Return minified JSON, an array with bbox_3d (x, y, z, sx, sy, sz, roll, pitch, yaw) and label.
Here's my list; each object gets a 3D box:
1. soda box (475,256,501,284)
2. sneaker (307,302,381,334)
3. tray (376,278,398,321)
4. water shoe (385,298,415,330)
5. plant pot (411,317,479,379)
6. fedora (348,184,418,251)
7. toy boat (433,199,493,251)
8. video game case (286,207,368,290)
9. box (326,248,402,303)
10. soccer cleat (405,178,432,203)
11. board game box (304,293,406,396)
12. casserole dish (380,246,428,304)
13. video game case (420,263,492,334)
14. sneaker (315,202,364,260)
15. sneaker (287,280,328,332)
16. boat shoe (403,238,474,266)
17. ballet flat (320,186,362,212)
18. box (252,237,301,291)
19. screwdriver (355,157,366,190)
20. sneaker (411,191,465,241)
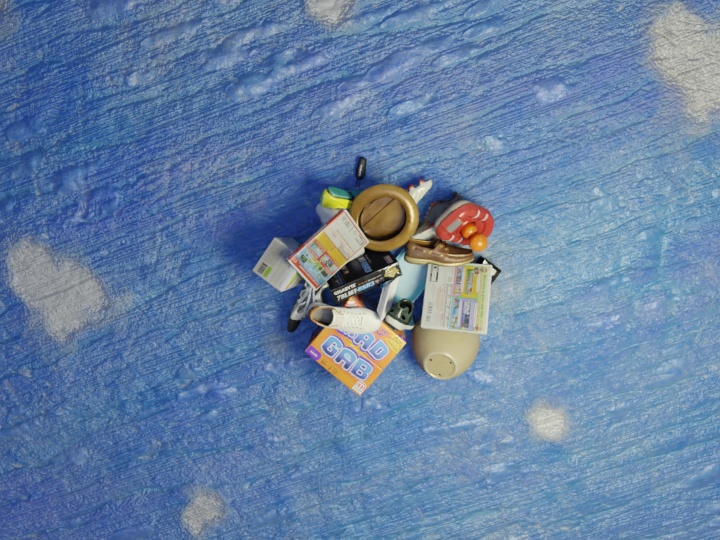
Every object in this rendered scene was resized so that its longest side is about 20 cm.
[{"bbox_3d":[0.324,0.058,1.636,0.063,0.071,0.200,34,98,-5],"label":"soda box"},{"bbox_3d":[-0.041,0.131,1.447,0.199,0.085,0.073,8,97,-5],"label":"sneaker"},{"bbox_3d":[0.075,0.070,1.523,0.022,0.200,0.108,15,98,9],"label":"tray"},{"bbox_3d":[0.130,0.122,1.585,0.071,0.200,0.079,33,100,11],"label":"water shoe"},{"bbox_3d":[0.238,0.235,1.599,0.199,0.135,0.201,7,120,12],"label":"plant pot"},{"bbox_3d":[0.066,-0.152,1.551,0.200,0.082,0.201,3,111,9],"label":"fedora"},{"bbox_3d":[0.305,-0.107,1.544,0.131,0.200,0.131,-44,62,27],"label":"toy boat"},{"bbox_3d":[-0.083,-0.054,1.480,0.200,0.017,0.143,-42,135,-4],"label":"video game case"},{"bbox_3d":[0.000,0.000,1.560,0.198,0.200,0.050,-23,113,-1],"label":"box"},{"bbox_3d":[0.131,-0.189,1.610,0.200,0.069,0.078,-35,101,13],"label":"soccer cleat"},{"bbox_3d":[-0.013,0.195,1.599,0.200,0.200,0.200,40,97,-4],"label":"board game box"},{"bbox_3d":[0.144,0.010,1.651,0.121,0.039,0.200,35,97,-3],"label":"casserole dish"},{"bbox_3d":[0.271,0.073,1.566,0.181,0.022,0.201,4,71,14],"label":"video game case"},{"bbox_3d":[-0.093,-0.100,1.585,0.115,0.074,0.200,-33,74,-21],"label":"sneaker"},{"bbox_3d":[-0.151,0.106,1.655,0.088,0.074,0.201,27,99,-1],"label":"sneaker"},{"bbox_3d":[0.223,-0.055,1.576,0.199,0.072,0.068,3,115,4],"label":"boat shoe"},{"bbox_3d":[-0.033,-0.194,1.580,0.067,0.200,0.067,-57,50,29],"label":"ballet flat"},{"bbox_3d":[-0.207,-0.021,1.571,0.101,0.200,0.113,36,97,4],"label":"box"},{"bbox_3d":[-0.014,-0.230,1.626,0.029,0.028,0.201,9,102,-30],"label":"screwdriver"},{"bbox_3d":[0.220,-0.155,1.620,0.200,0.077,0.082,-34,69,6],"label":"sneaker"}]
